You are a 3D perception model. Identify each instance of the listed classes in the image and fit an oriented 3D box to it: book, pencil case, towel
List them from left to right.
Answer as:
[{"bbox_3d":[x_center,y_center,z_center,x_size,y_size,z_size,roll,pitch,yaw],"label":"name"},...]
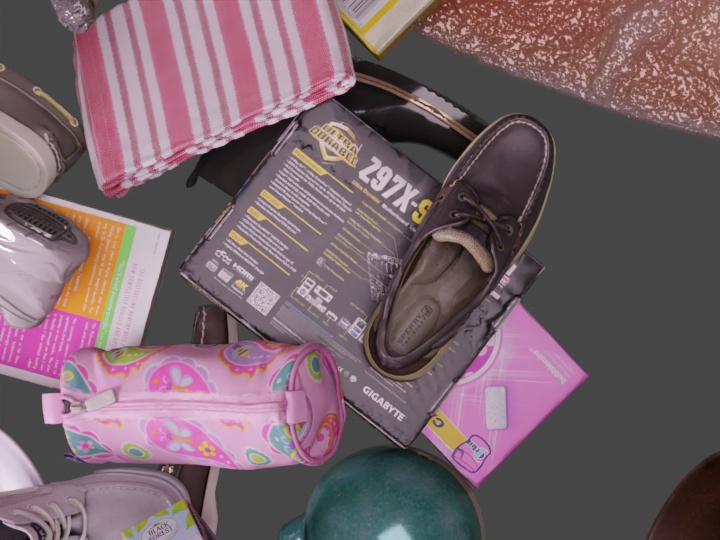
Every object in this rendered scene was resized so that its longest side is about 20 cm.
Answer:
[{"bbox_3d":[-0.245,0.008,1.440,0.199,0.048,0.134,16,91,-1],"label":"book"},{"bbox_3d":[-0.110,0.090,1.351,0.199,0.087,0.088,-1,91,26],"label":"pencil case"},{"bbox_3d":[-0.104,-0.146,1.400,0.199,0.030,0.147,-23,57,12],"label":"towel"}]

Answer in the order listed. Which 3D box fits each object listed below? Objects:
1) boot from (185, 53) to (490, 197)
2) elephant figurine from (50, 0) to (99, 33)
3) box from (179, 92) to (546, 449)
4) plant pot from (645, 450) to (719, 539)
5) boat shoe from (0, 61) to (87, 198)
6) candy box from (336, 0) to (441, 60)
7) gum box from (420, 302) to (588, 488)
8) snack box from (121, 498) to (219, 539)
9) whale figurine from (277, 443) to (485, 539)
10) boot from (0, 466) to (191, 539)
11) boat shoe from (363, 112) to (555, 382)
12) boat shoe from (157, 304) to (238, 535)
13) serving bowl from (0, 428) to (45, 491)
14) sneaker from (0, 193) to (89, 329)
[{"bbox_3d":[-0.013,-0.084,1.445,0.199,0.077,0.139,25,94,8],"label":"boot"},{"bbox_3d":[-0.260,-0.256,1.386,0.141,0.155,0.201,6,81,-25],"label":"elephant figurine"},{"bbox_3d":[0.000,0.000,1.383,0.200,0.049,0.160,37,84,-3],"label":"box"},{"bbox_3d":[0.320,0.245,1.423,0.199,0.187,0.188,23,89,-18],"label":"plant pot"},{"bbox_3d":[-0.282,-0.129,1.427,0.201,0.072,0.060,37,46,10],"label":"boat shoe"},{"bbox_3d":[-0.020,-0.254,1.440,0.102,0.026,0.200,-43,81,-5],"label":"candy box"},{"bbox_3d":[0.051,0.042,1.445,0.113,0.066,0.200,-44,93,-3],"label":"gum box"},{"bbox_3d":[-0.084,0.251,1.353,0.053,0.200,0.143,-27,62,-2],"label":"snack box"},{"bbox_3d":[0.005,0.222,1.422,0.159,0.104,0.201,26,101,15],"label":"whale figurine"},{"bbox_3d":[-0.210,0.180,1.355,0.199,0.096,0.074,-11,92,-6],"label":"boot"},{"bbox_3d":[0.071,-0.015,1.333,0.073,0.065,0.201,29,85,-2],"label":"boat shoe"},{"bbox_3d":[-0.124,0.119,1.436,0.059,0.072,0.201,7,96,-6],"label":"boat shoe"},{"bbox_3d":[-0.312,0.189,1.425,0.199,0.066,0.201,0,90,-7],"label":"serving bowl"},{"bbox_3d":[-0.290,-0.023,1.387,0.199,0.078,0.100,30,108,9],"label":"sneaker"}]
